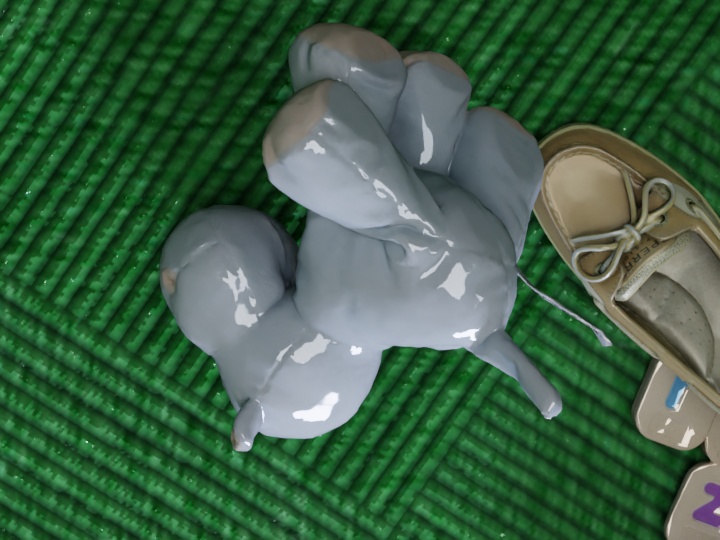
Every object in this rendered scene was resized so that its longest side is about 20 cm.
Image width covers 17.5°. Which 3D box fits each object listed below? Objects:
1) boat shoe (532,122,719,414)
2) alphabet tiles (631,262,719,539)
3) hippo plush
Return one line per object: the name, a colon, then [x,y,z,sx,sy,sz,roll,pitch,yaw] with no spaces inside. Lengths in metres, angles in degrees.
boat shoe: [0.156,0.012,1.127,0.073,0.063,0.201,-38,93,7]
alphabet tiles: [0.241,0.069,1.192,0.199,0.015,0.197,21,98,-13]
hippo plush: [0.000,0.000,1.094,0.200,0.159,0.161,49,122,-1]
